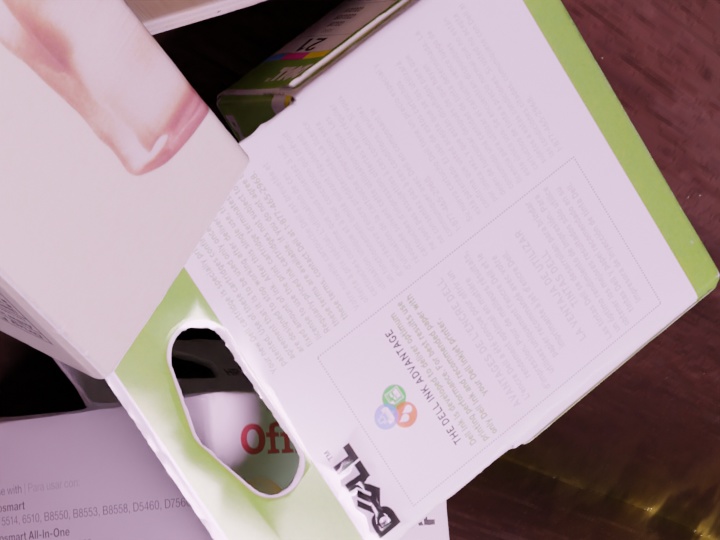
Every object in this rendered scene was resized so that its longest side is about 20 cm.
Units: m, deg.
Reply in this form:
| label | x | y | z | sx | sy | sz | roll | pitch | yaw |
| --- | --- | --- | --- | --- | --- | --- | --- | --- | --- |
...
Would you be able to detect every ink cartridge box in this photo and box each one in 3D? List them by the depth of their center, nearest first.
| label | x | y | z | sx | sy | sz | roll | pitch | yaw |
| --- | --- | --- | --- | --- | --- | --- | --- | --- | --- |
| ink cartridge box | 0.000 | 0.000 | 0.877 | 0.200 | 0.076 | 0.148 | -38 | 106 | -16 |
| ink cartridge box | -0.051 | 0.121 | 0.927 | 0.128 | 0.125 | 0.201 | 2 | 82 | -50 |

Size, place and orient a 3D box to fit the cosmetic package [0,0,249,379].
| label | x | y | z | sx | sy | sz | roll | pitch | yaw |
| --- | --- | --- | --- | --- | --- | --- | --- | --- | --- |
| cosmetic package | -0.126 | -0.065 | 0.730 | 0.087 | 0.103 | 0.200 | -56 | 146 | -14 |

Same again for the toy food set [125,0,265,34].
| label | x | y | z | sx | sy | sz | roll | pitch | yaw |
| --- | --- | --- | --- | --- | --- | --- | --- | --- | --- |
| toy food set | -0.025 | -0.172 | 0.798 | 0.143 | 0.060 | 0.201 | -22 | 136 | -35 |
